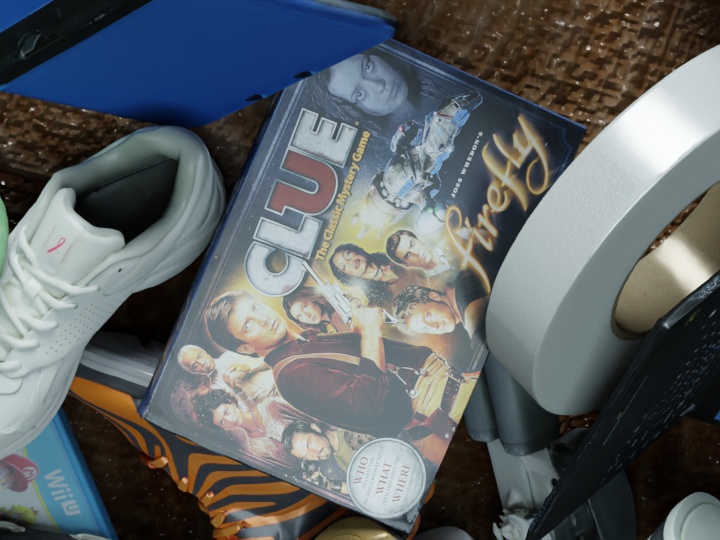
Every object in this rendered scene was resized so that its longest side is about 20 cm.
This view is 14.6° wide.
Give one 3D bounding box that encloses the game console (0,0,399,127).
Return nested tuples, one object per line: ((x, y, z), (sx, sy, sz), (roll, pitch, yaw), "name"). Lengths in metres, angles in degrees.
((-0.104, -0.140, 1.188), (0.118, 0.200, 0.172), (-25, 94, -33), "game console")

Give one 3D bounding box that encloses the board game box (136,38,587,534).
((0.000, 0.000, 1.262), (0.135, 0.035, 0.201), (23, 92, -9), "board game box")

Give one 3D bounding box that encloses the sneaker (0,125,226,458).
((-0.141, 0.004, 1.240), (0.078, 0.099, 0.200), (38, 77, 8), "sneaker")

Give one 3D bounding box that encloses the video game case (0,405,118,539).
((-0.225, 0.123, 1.337), (0.199, 0.018, 0.144), (-15, 130, 3), "video game case")

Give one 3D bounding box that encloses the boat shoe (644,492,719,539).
((0.169, 0.151, 1.326), (0.060, 0.200, 0.076), (-30, 68, 20), "boat shoe")

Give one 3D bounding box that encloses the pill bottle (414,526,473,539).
((0.083, 0.223, 1.380), (0.112, 0.113, 0.200), (-39, 111, 12), "pill bottle")

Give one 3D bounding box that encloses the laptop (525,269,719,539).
((0.196, 0.061, 1.287), (0.103, 0.200, 0.178), (42, 140, 15), "laptop")

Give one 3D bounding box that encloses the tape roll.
((0.141, -0.020, 1.250), (0.037, 0.202, 0.203), (46, 107, 25), "tape roll")

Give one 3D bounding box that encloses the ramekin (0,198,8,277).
((-0.243, 0.013, 1.220), (0.098, 0.200, 0.200), (38, 106, -26), "ramekin")

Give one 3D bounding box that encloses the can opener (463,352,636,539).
((0.079, 0.062, 1.352), (0.066, 0.053, 0.201), (-33, 119, -29), "can opener")

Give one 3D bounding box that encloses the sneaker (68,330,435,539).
((-0.070, 0.109, 1.327), (0.199, 0.078, 0.113), (25, 97, -13), "sneaker")

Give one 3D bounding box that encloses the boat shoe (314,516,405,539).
((-0.032, 0.207, 1.293), (0.200, 0.071, 0.069), (-50, 140, 8), "boat shoe")

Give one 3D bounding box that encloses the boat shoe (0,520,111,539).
((-0.186, 0.150, 1.315), (0.199, 0.060, 0.074), (3, 107, -11), "boat shoe")
